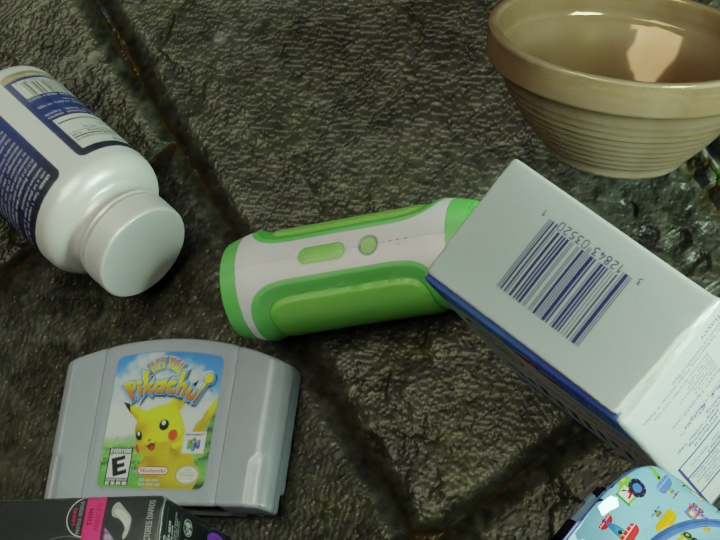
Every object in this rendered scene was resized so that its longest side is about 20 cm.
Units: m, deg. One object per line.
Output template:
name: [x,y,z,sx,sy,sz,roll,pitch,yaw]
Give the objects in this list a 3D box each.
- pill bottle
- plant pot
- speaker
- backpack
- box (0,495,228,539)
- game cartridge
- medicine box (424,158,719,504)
pill bottle: [-0.230,-0.067,1.805,0.111,0.111,0.200,-49,57,0]
plant pot: [0.184,-0.127,1.614,0.200,0.200,0.093,25,122,32]
speaker: [0.000,0.000,1.679,0.199,0.088,0.089,-9,65,22]
backpack: [0.183,0.223,1.428,0.134,0.200,0.183,37,87,33]
box: [-0.211,0.238,1.670,0.199,0.106,0.123,-5,66,25]
game cartridge: [-0.144,0.119,1.730,0.199,0.040,0.134,-2,65,25]
medicine box: [0.167,0.047,1.510,0.182,0.200,0.103,37,85,33]
